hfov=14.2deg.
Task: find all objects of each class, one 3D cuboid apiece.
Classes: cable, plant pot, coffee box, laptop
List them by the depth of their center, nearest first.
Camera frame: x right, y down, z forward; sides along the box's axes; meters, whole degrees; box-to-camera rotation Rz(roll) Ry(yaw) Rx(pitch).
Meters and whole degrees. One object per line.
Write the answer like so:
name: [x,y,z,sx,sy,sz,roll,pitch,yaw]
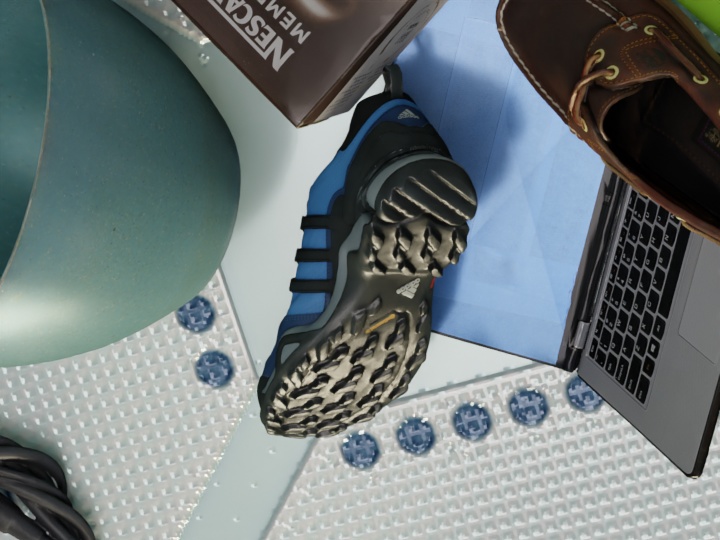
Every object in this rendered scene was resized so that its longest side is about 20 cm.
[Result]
coffee box: [0.007,-0.179,1.374,0.113,0.080,0.200,44,109,7]
laptop: [0.095,-0.028,1.395,0.115,0.200,0.188,4,111,-26]
plant pot: [-0.138,-0.042,1.409,0.134,0.200,0.201,13,112,-30]
cable: [-0.211,0.177,1.551,0.162,0.051,0.201,-23,98,11]

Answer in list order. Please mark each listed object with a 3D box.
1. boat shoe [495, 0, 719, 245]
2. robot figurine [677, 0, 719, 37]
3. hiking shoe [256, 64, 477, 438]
boat shoe: [0.132,-0.077,1.309,0.200,0.070,0.071,38,122,29]
robot figurine: [0.198,-0.153,1.308,0.200,0.176,0.116,38,119,-15]
hiking shoe: [0.000,0.000,1.436,0.074,0.087,0.200,9,131,-26]
